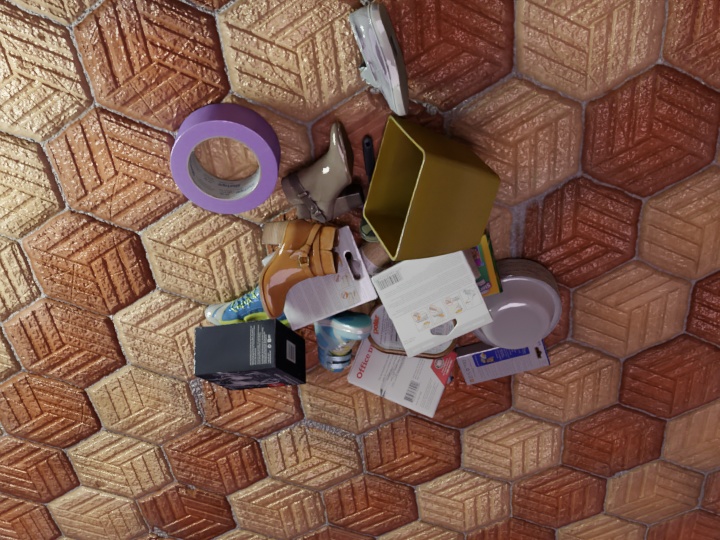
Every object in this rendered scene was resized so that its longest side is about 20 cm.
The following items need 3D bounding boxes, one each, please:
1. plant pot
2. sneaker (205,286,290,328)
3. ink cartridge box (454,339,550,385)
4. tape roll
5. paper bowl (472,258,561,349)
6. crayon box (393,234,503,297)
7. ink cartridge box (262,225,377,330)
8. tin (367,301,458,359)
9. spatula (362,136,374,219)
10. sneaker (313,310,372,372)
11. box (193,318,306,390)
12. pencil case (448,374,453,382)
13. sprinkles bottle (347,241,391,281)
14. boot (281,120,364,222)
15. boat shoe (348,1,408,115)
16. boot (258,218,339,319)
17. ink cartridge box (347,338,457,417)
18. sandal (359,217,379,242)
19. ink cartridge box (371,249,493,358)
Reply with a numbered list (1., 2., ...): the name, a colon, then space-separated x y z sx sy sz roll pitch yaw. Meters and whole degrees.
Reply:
1. plant pot: 0.133 -0.141 1.533 0.174 0.200 0.202 6 116 -22
2. sneaker: -0.228 0.065 1.800 0.197 0.076 0.106 3 118 -11
3. ink cartridge box: 0.319 0.195 1.913 0.197 0.037 0.095 -14 127 15
4. tape roll: -0.248 -0.205 1.576 0.197 0.066 0.202 0 130 0
5. paper bowl: 0.320 0.083 1.778 0.197 0.105 0.203 1 129 1
6. crayon box: 0.175 0.011 1.708 0.197 0.058 0.120 -14 86 13
7. ink cartridge box: -0.080 0.011 1.726 0.198 0.050 0.164 -21 99 13
8. tin: 0.107 0.121 1.768 0.197 0.114 0.042 6 168 5
9. spatula: 0.022 -0.167 1.629 0.056 0.021 0.202 -13 127 -5
10. sneaker: -0.031 0.155 1.773 0.079 0.199 0.133 -10 99 -27
11. box: -0.229 0.182 1.800 0.179 0.106 0.200 -6 161 14
12. pencil case: 0.107 0.215 1.902 0.197 0.091 0.084 -6 97 4
13. sprinkles bottle: 0.000 0.000 1.736 0.068 0.069 0.200 29 124 -21
14. boot: -0.079 -0.177 1.597 0.144 0.071 0.202 -7 124 14
15. boat shoe: 0.032 -0.356 1.454 0.071 0.070 0.202 -7 125 20
16. boot: -0.116 0.002 1.662 0.152 0.074 0.203 4 101 16
17. ink cartridge box: 0.089 0.207 1.816 0.198 0.083 0.148 22 84 7
18. sandal: 0.097 -0.085 1.664 0.198 0.081 0.058 -3 145 3
19. ink cartridge box: 0.142 0.050 1.646 0.198 0.045 0.178 -26 89 27
